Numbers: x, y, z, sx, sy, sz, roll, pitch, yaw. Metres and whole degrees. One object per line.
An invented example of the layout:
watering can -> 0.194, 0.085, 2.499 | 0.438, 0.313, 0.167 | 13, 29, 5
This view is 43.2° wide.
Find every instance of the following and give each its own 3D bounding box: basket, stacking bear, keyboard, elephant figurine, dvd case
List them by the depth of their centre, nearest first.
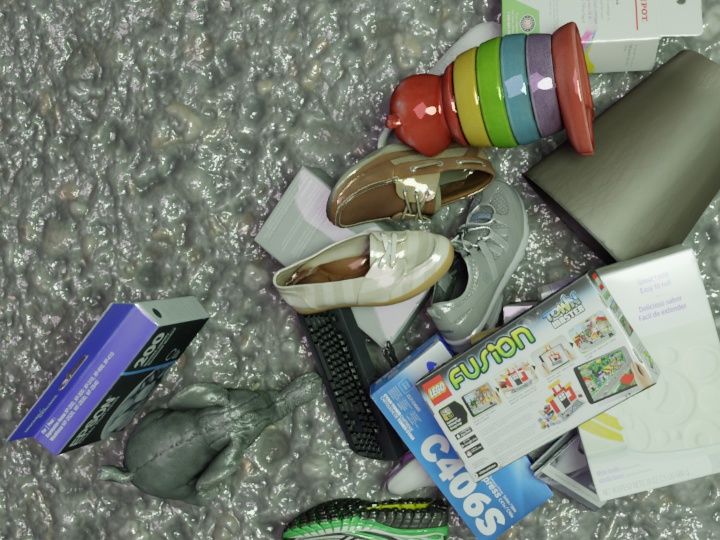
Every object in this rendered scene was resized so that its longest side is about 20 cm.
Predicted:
stacking bear -> 0.123, -0.167, 0.898 | 0.196, 0.122, 0.116 | -9, 121, 20
basket -> 0.296, -0.108, 0.923 | 0.200, 0.136, 0.181 | -45, 69, 7
dvd case -> 0.280, 0.162, 0.936 | 0.200, 0.148, 0.016 | -45, 44, 10
keyboard -> 0.004, 0.122, 1.003 | 0.125, 0.021, 0.204 | -8, 111, 37
elephant figurine -> -0.164, 0.175, 1.017 | 0.198, 0.157, 0.141 | -30, 120, 34

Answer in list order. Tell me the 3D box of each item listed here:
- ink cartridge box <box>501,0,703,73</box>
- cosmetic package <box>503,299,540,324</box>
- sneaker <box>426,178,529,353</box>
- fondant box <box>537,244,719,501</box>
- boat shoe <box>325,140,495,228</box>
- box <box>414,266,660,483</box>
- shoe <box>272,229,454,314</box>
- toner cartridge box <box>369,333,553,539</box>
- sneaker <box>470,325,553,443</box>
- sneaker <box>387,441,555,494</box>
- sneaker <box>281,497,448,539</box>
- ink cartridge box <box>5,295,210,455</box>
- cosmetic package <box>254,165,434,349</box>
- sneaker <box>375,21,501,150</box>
ink cartridge box -> 0.244, -0.270, 0.942 | 0.195, 0.067, 0.120 | 0, 72, 10
cosmetic package -> 0.253, 0.054, 0.962 | 0.195, 0.082, 0.052 | -3, 92, 13
sneaker -> 0.122, -0.019, 0.954 | 0.074, 0.082, 0.203 | -9, 53, 40
fondant box -> 0.260, 0.095, 0.846 | 0.141, 0.058, 0.204 | -17, 92, 11
boat shoe -> 0.057, -0.090, 0.954 | 0.197, 0.077, 0.072 | -25, 56, -19
box -> 0.156, 0.098, 0.826 | 0.199, 0.035, 0.111 | -35, 84, 26
shoe -> 0.000, 0.000, 0.935 | 0.196, 0.053, 0.071 | -16, 55, 21
toner cartridge box -> 0.104, 0.176, 0.947 | 0.094, 0.043, 0.201 | -37, 95, 6
sneaker -> 0.180, 0.122, 0.915 | 0.074, 0.198, 0.092 | -20, 55, 39
sneaker -> 0.123, 0.217, 1.001 | 0.197, 0.075, 0.101 | -25, 85, 13
sneaker -> 0.003, 0.310, 1.033 | 0.195, 0.078, 0.087 | -2, 92, 13
ink cartridge box -> -0.277, 0.118, 1.031 | 0.043, 0.200, 0.199 | 41, 100, 12
cosmetic package -> -0.009, -0.016, 1.023 | 0.199, 0.090, 0.107 | 40, 101, 6
sneaker -> 0.091, -0.189, 0.994 | 0.076, 0.080, 0.201 | 40, 95, 12
